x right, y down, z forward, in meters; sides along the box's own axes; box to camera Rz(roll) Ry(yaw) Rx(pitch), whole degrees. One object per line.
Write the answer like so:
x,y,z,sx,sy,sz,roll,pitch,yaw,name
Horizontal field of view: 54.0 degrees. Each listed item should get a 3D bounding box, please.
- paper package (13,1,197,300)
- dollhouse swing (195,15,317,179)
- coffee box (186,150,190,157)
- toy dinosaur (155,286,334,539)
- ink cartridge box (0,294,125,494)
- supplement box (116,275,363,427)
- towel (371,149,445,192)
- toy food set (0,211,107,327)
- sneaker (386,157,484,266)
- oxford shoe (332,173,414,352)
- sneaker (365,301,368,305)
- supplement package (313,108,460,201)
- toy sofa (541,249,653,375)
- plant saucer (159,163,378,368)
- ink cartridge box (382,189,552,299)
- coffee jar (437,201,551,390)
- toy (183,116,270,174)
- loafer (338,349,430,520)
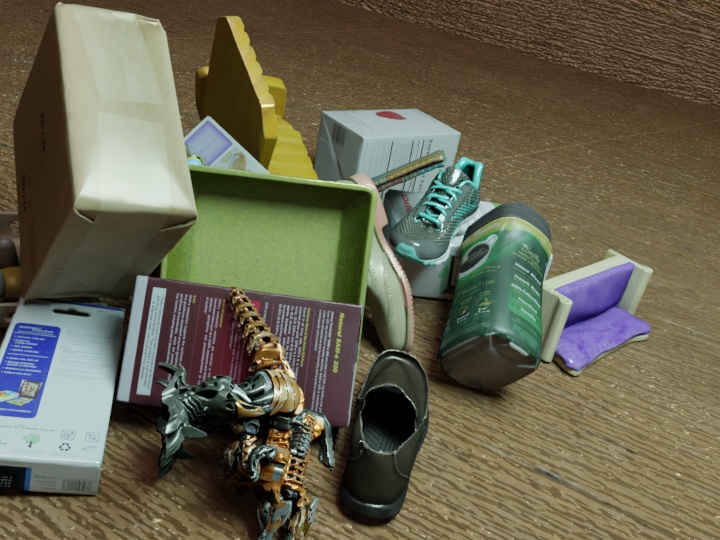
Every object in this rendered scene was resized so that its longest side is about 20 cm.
-0.242,-0.097,0.644,0.103,0.190,0.202,1,65,-38,paper package
-0.094,-0.173,0.830,0.180,0.176,0.201,-2,59,-39,dollhouse swing
-0.168,-0.065,0.867,0.199,0.044,0.123,36,32,5,coffee box
-0.091,0.116,0.559,0.134,0.103,0.201,-2,43,-20,toy dinosaur
-0.258,0.097,0.597,0.098,0.040,0.201,9,31,-17,ink cartridge box
-0.103,0.072,0.630,0.198,0.110,0.061,9,-7,-7,supplement box
0.042,-0.117,0.906,0.145,0.022,0.200,-23,8,10,towel
-0.346,-0.010,0.740,0.142,0.061,0.200,-1,32,-23,toy food set
0.092,-0.076,0.824,0.077,0.092,0.200,22,34,17,sneaker
0.000,0.000,0.763,0.073,0.202,0.071,-18,-3,-28,oxford shoe
-0.009,-0.014,0.884,0.081,0.074,0.201,26,31,-9,sneaker
0.041,-0.183,1.136,0.198,0.121,0.121,-11,35,-36,supplement package
0.284,0.046,0.864,0.199,0.084,0.097,-14,37,-39,toy sofa
-0.094,0.006,0.695,0.198,0.202,0.048,6,8,-12,plant saucer
0.130,-0.031,0.936,0.198,0.085,0.145,6,30,-11,ink cartridge box
0.150,0.022,0.766,0.085,0.104,0.201,34,49,-19,coffee jar
-0.126,-0.048,0.735,0.200,0.115,0.047,44,16,-28,toy
0.031,0.128,0.632,0.072,0.072,0.201,13,29,1,loafer
